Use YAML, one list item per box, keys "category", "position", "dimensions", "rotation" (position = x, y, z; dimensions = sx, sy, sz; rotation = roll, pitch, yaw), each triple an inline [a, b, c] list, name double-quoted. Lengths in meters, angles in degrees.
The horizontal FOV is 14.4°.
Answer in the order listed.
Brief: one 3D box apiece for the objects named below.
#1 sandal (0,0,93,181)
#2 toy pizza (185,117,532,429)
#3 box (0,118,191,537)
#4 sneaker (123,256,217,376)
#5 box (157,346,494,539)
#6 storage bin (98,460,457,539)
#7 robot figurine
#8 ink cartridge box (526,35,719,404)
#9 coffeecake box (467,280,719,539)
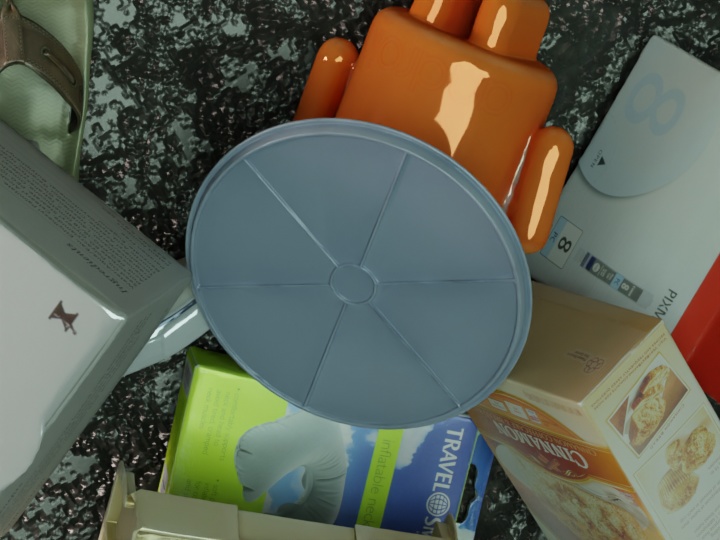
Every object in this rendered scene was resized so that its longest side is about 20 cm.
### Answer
- category: "sandal"
  position: [-0.187, -0.104, 1.606]
  dimensions: [0.079, 0.057, 0.202]
  rotation: [-5, 103, -8]
- category: "toy pizza"
  position: [0.000, 0.000, 1.571]
  dimensions: [0.199, 0.032, 0.201]
  rotation: [9, 124, 13]
- category: "box"
  position: [-0.236, 0.028, 1.547]
  dimensions: [0.200, 0.131, 0.199]
  rotation: [38, 106, 4]
- category: "sneaker"
  position: [-0.151, 0.023, 1.633]
  dimensions: [0.199, 0.073, 0.071]
  rotation: [-27, 109, -2]
- category: "box"
  position: [-0.017, 0.124, 1.692]
  dimensions: [0.199, 0.048, 0.123]
  rotation: [11, 103, -11]
- category: "storage bin"
  position: [-0.060, 0.217, 1.649]
  dimensions: [0.199, 0.094, 0.199]
  rotation: [10, 122, -10]
- category: "robot figurine"
  position: [0.039, -0.073, 1.623]
  dimensions: [0.143, 0.117, 0.201]
  rotation: [18, 100, -16]
- category: "ink cartridge box"
  position: [0.191, -0.027, 1.615]
  dimensions: [0.047, 0.200, 0.161]
  rotation: [27, 98, -35]
- category: "coffeecake box"
  position: [0.148, 0.110, 1.636]
  dimensions: [0.073, 0.153, 0.200]
  rotation: [-43, 119, -19]
